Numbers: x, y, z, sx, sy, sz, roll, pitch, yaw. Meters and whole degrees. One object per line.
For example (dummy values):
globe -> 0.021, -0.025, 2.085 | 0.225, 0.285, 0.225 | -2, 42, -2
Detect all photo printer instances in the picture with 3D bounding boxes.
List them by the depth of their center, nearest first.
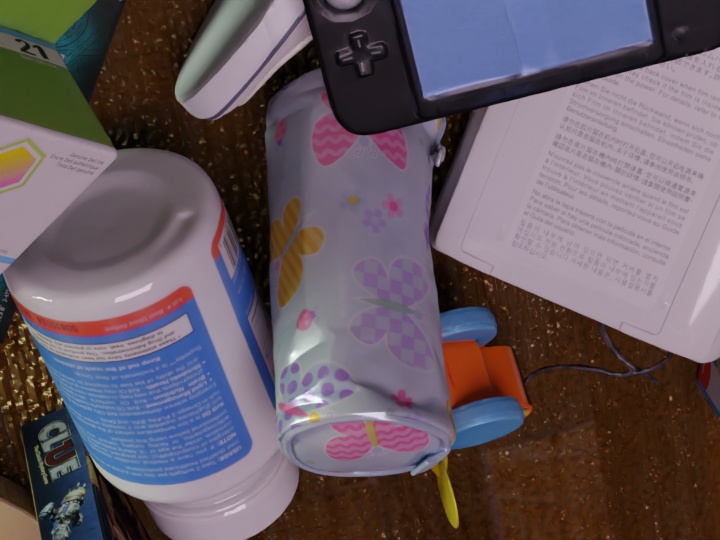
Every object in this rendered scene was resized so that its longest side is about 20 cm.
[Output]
photo printer -> 0.141, -0.073, 1.370 | 0.166, 0.069, 0.200 | 23, 113, 5

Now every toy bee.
toy bee -> 0.049, 0.072, 1.431 | 0.200, 0.131, 0.109 | 13, 153, -18

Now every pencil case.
pencil case -> 0.000, 0.000, 1.333 | 0.091, 0.200, 0.083 | 17, 150, -33

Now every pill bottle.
pill bottle -> -0.097, 0.045, 1.373 | 0.112, 0.112, 0.200 | -21, 131, -2

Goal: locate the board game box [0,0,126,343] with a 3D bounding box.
board game box -> -0.209, -0.067, 1.339 | 0.135, 0.028, 0.200 | 13, 114, -20

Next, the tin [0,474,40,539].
tin -> -0.246, 0.137, 1.437 | 0.200, 0.042, 0.112 | 32, 110, -27

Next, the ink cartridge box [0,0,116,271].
ink cartridge box -> -0.167, -0.089, 1.216 | 0.200, 0.076, 0.148 | -42, 152, 21

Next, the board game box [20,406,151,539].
board game box -> -0.120, 0.174, 1.393 | 0.035, 0.200, 0.136 | -24, 121, 0

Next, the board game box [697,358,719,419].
board game box -> 0.292, -0.015, 1.475 | 0.200, 0.056, 0.196 | -3, 118, -12

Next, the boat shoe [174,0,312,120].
boat shoe -> -0.007, -0.143, 1.327 | 0.070, 0.071, 0.200 | 35, 99, -24

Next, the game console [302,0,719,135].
game console -> 0.073, -0.129, 1.222 | 0.200, 0.119, 0.172 | -14, 124, 2
